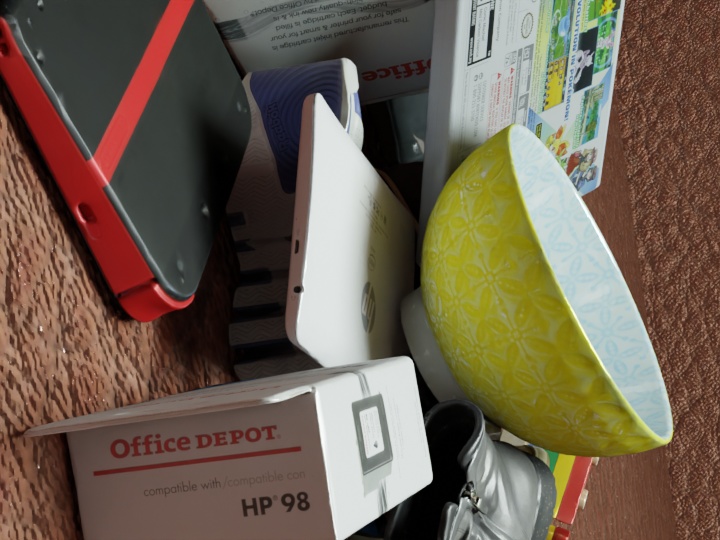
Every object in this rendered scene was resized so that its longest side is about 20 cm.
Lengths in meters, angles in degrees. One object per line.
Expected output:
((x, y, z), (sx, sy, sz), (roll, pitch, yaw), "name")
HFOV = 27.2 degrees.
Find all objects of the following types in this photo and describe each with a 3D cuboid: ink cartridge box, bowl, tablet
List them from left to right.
((-0.050, 0.085, 0.662), (0.200, 0.116, 0.067), (-4, 85, -73), "ink cartridge box")
((-0.022, -0.191, 0.872), (0.200, 0.146, 0.083), (61, 25, -51), "ink cartridge box")
((0.000, 0.000, 0.815), (0.200, 0.014, 0.131), (46, 46, -65), "tablet")
((0.088, 0.028, 0.860), (0.200, 0.107, 0.200), (53, 20, -29), "bowl")

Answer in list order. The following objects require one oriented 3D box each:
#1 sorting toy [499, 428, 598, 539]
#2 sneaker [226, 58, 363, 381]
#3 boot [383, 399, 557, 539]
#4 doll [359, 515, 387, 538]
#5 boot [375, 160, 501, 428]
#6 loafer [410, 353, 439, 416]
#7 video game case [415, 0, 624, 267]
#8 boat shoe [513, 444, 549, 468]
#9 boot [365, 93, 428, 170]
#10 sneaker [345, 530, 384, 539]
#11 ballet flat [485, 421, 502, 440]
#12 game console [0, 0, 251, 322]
((0.130, 0.178, 1.110), (0.200, 0.069, 0.199), (8, 100, -79), "sorting toy")
((-0.031, -0.015, 0.875), (0.115, 0.080, 0.200), (39, 50, -71), "sneaker")
((0.046, 0.177, 0.794), (0.132, 0.070, 0.201), (35, 58, -59), "boot")
((0.002, 0.187, 0.880), (0.136, 0.048, 0.201), (95, -13, -78), "doll")
((0.094, -0.007, 0.999), (0.200, 0.138, 0.078), (60, -22, 20), "boot")
((0.027, 0.082, 0.949), (0.200, 0.072, 0.063), (-133, -154, -78), "loafer")
((0.104, -0.117, 0.928), (0.182, 0.022, 0.201), (-27, 130, -42), "video game case")
((0.063, 0.145, 0.956), (0.200, 0.064, 0.071), (140, -34, -70), "boat shoe")
((0.045, -0.161, 1.188), (0.204, 0.073, 0.154), (-75, 156, -48), "boot")
((-0.038, 0.156, 0.729), (0.200, 0.075, 0.071), (-17, 96, -74), "sneaker")
((0.080, 0.141, 1.151), (0.200, 0.069, 0.070), (-15, 94, -74), "ballet flat")
((-0.112, -0.092, 0.727), (0.200, 0.031, 0.177), (-79, 149, -52), "game console")
